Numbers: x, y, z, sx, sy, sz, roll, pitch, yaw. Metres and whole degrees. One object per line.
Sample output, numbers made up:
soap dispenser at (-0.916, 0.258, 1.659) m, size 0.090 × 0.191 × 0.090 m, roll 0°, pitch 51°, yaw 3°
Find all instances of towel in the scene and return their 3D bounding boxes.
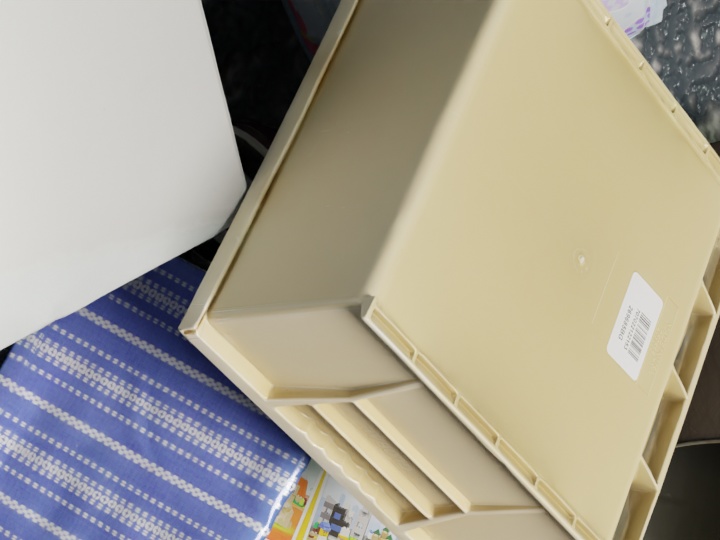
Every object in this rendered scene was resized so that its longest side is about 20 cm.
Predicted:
towel at (-0.107, 0.089, 0.913) m, size 0.200 × 0.145 × 0.024 m, roll -60°, pitch 162°, yaw -7°

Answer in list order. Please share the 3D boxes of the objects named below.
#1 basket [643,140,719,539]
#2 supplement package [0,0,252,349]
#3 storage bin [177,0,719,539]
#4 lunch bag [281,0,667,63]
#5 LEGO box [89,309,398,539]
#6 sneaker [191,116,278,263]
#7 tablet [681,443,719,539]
basket at (0.211, 0.040, 1.190) m, size 0.136 × 0.180 × 0.200 m, roll 30°, pitch 55°, yaw -28°
supplement package at (-0.175, -0.084, 0.821) m, size 0.191 × 0.147 × 0.200 m, roll -30°, pitch 117°, yaw -36°
storage bin at (0.056, -0.001, 0.893) m, size 0.199 × 0.094 × 0.200 m, roll 47°, pitch 53°, yaw -34°
lunch bag at (0.043, -0.160, 0.994) m, size 0.169 × 0.127 × 0.200 m, roll -24°, pitch 120°, yaw -5°
LEGO box at (-0.059, 0.118, 1.015) m, size 0.200 × 0.077 × 0.149 m, roll 31°, pitch 76°, yaw -42°
sneaker at (0.000, 0.000, 1.006) m, size 0.200 × 0.076 × 0.116 m, roll 50°, pitch 20°, yaw -6°
tablet at (0.250, 0.123, 1.219) m, size 0.014 × 0.130 × 0.200 m, roll 57°, pitch 19°, yaw -60°
